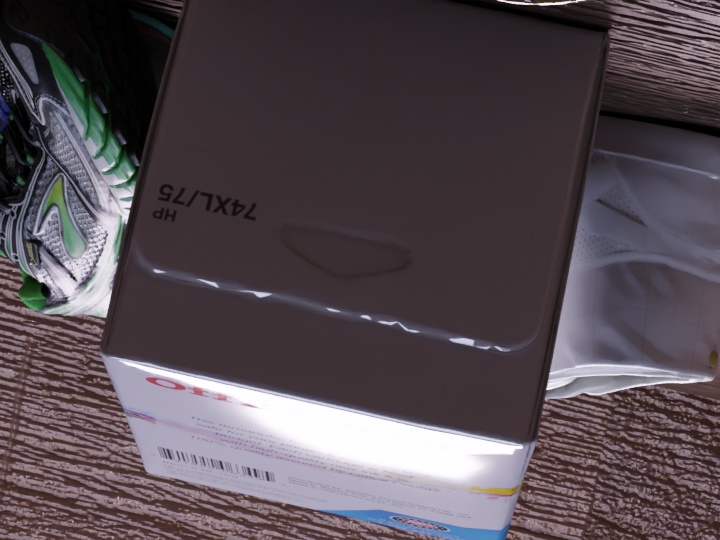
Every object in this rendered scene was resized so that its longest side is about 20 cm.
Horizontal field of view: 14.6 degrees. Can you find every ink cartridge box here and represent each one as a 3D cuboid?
[{"bbox_3d":[0.000,0.000,1.003,0.146,0.147,0.200,12,166,3],"label":"ink cartridge box"}]

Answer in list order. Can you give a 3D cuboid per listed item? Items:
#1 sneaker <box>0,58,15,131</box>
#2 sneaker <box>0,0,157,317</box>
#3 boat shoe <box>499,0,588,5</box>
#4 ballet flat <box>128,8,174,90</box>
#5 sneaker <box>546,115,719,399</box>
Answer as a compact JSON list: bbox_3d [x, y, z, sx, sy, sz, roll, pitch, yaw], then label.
[{"bbox_3d":[-0.157,-0.061,1.183,0.075,0.079,0.200,-15,165,15],"label":"sneaker"},{"bbox_3d":[-0.115,-0.037,1.089,0.085,0.078,0.200,-9,145,0],"label":"sneaker"},{"bbox_3d":[0.016,-0.093,0.528,0.200,0.063,0.073,1,124,52],"label":"boat shoe"},{"bbox_3d":[-0.094,-0.063,1.197,0.068,0.069,0.200,10,176,6],"label":"ballet flat"},{"bbox_3d":[0.065,-0.008,1.153,0.199,0.116,0.074,11,178,37],"label":"sneaker"}]
